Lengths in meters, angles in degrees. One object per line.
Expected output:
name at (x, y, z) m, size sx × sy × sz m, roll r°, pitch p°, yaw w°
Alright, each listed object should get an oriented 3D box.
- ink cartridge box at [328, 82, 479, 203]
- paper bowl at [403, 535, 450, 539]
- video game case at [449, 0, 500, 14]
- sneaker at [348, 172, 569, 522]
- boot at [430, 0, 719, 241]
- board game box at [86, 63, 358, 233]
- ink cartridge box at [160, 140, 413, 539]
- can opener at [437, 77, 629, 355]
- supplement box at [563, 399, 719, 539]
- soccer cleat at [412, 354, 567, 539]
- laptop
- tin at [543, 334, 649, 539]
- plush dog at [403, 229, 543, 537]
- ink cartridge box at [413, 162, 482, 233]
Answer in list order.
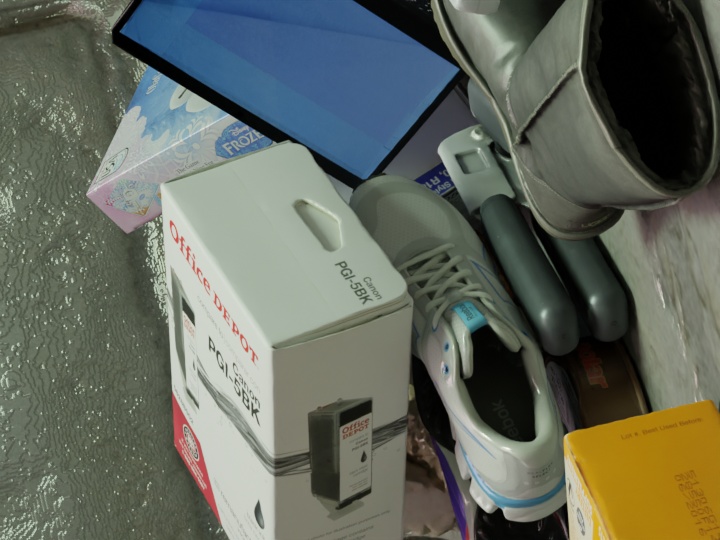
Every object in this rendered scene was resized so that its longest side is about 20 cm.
ink cartridge box at (-0.019, -0.113, 1.476) m, size 0.084 × 0.145 × 0.200 m, roll 49°, pitch -172°, yaw -26°
paper bowl at (0.065, 0.230, 1.388) m, size 0.201 × 0.199 × 0.105 m, roll -130°, pitch 59°, yaw -77°
video game case at (0.047, -0.232, 1.018) m, size 0.200 × 0.023 × 0.183 m, roll -115°, pitch 34°, yaw -61°
sneaker at (0.053, 0.025, 1.170) m, size 0.201 × 0.075 × 0.087 m, roll 59°, pitch 170°, yaw 22°
boot at (0.086, -0.099, 0.989) m, size 0.183 × 0.072 × 0.200 m, roll 63°, pitch 179°, yaw 6°
board game box at (-0.061, -0.137, 1.416) m, size 0.043 × 0.198 × 0.201 m, roll 43°, pitch -137°, yaw -24°
ink cartridge box at (-0.041, 0.057, 1.228) m, size 0.147 × 0.082 × 0.201 m, roll 53°, pitch 153°, yaw 42°
can opener at (0.086, -0.038, 1.206) m, size 0.200 × 0.053 × 0.067 m, roll -114°, pitch 11°, yaw -55°
supplement box at (0.144, 0.175, 1.031) m, size 0.126 × 0.073 × 0.201 m, roll -109°, pitch 8°, yaw -48°
soccer cleat at (0.069, 0.096, 1.266) m, size 0.073 × 0.068 × 0.201 m, roll -172°, pitch 67°, yaw -83°
laptop at (-0.018, -0.119, 1.208) m, size 0.104 × 0.177 × 0.200 m, roll -61°, pitch 18°, yaw -2°
tin at (0.130, 0.123, 1.230) m, size 0.112 × 0.042 × 0.201 m, roll -104°, pitch 4°, yaw -53°
plush dog at (0.070, 0.077, 1.382) m, size 0.172 × 0.159 × 0.201 m, roll -80°, pitch 9°, yaw -69°
ink cartridge box at (0.000, 0.000, 1.415) m, size 0.043 × 0.196 × 0.200 m, roll 53°, pitch 167°, yaw 17°
